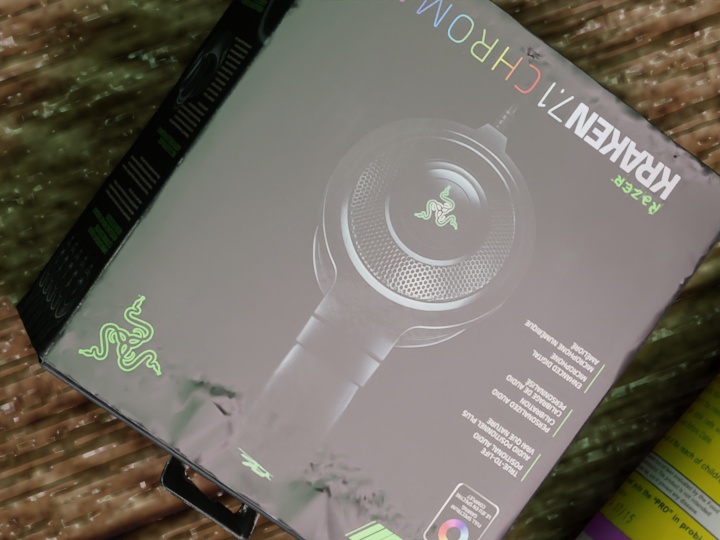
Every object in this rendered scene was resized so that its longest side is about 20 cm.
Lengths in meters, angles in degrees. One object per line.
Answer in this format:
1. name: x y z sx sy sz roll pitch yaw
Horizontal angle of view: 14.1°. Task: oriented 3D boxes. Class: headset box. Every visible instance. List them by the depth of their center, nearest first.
1. headset box: 0.000 0.000 1.013 0.174 0.093 0.200 36 91 -15

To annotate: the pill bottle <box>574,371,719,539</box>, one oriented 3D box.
1. pill bottle: 0.173 0.066 1.057 0.104 0.104 0.200 41 90 -16
